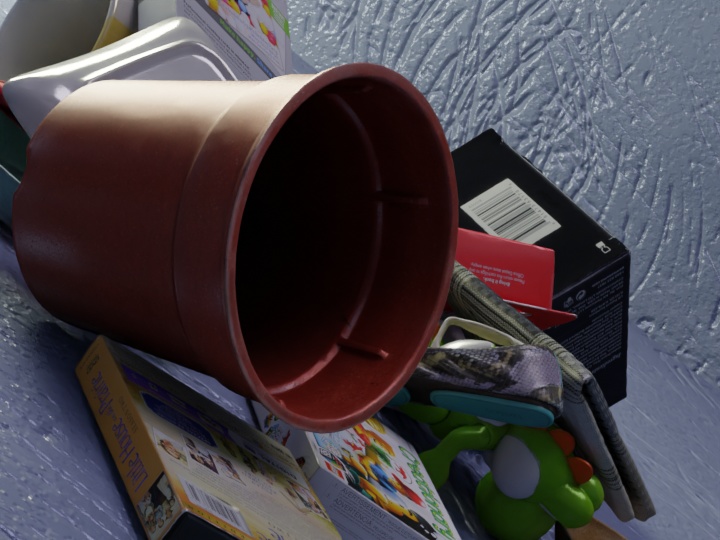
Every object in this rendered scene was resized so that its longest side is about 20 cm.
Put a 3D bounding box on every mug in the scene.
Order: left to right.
[{"bbox_3d":[-0.186,-0.123,1.651,0.149,0.188,0.153,7,-21,49],"label":"mug"}]

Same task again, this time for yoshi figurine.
[{"bbox_3d":[0.078,0.125,1.581,0.200,0.113,0.112,41,-12,7],"label":"yoshi figurine"}]

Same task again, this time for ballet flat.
[{"bbox_3d":[0.041,0.064,1.504,0.199,0.073,0.072,5,7,5],"label":"ballet flat"}]

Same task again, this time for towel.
[{"bbox_3d":[0.129,0.090,1.625,0.192,0.035,0.200,41,-12,41],"label":"towel"}]

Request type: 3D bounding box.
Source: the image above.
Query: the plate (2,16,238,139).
[{"bbox_3d":[-0.111,-0.071,1.435,0.200,0.032,0.200,55,38,3],"label":"plate"}]

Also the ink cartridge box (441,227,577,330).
[{"bbox_3d":[0.077,0.014,1.785,0.116,0.068,0.200,11,-15,-29],"label":"ink cartridge box"}]

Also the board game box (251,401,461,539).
[{"bbox_3d":[-0.003,0.128,1.387,0.126,0.035,0.200,36,9,-20],"label":"board game box"}]

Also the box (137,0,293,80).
[{"bbox_3d":[-0.107,-0.189,1.648,0.156,0.041,0.201,46,24,-37],"label":"box"}]

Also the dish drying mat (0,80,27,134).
[{"bbox_3d":[-0.168,-0.058,1.484,0.200,0.018,0.077,40,8,16],"label":"dish drying mat"}]

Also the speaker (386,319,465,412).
[{"bbox_3d":[0.074,0.087,1.773,0.081,0.081,0.200,44,9,31],"label":"speaker"}]

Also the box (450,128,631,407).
[{"bbox_3d":[0.136,0.020,1.969,0.197,0.117,0.201,45,-25,36],"label":"box"}]

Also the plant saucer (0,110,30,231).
[{"bbox_3d":[-0.201,-0.045,1.454,0.200,0.036,0.200,37,9,-7],"label":"plant saucer"}]

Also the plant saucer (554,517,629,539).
[{"bbox_3d":[0.213,0.254,1.641,0.200,0.036,0.200,37,9,-7],"label":"plant saucer"}]

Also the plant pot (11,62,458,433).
[{"bbox_3d":[-0.081,-0.025,1.249,0.194,0.202,0.200,11,-11,37],"label":"plant pot"}]

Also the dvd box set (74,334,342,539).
[{"bbox_3d":[-0.069,0.119,1.165,0.146,0.029,0.200,34,9,-29],"label":"dvd box set"}]
